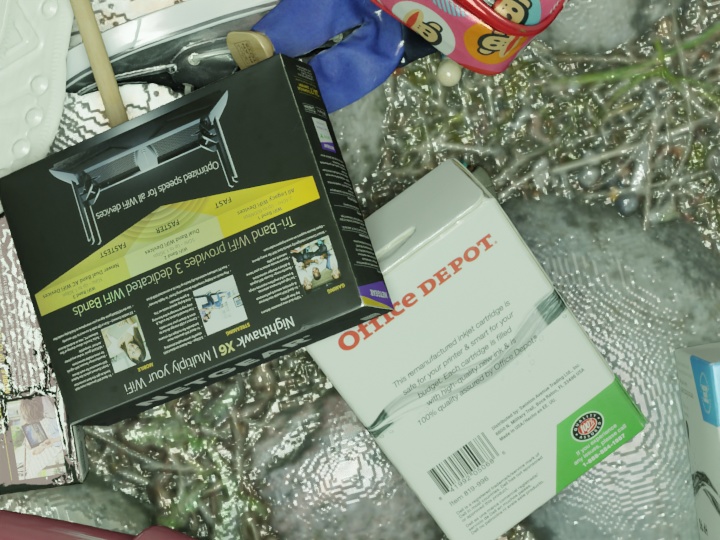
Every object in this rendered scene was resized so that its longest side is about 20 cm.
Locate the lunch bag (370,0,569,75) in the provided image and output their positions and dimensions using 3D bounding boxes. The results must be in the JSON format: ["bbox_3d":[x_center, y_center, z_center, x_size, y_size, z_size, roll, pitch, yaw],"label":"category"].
[{"bbox_3d":[0.069,-0.234,1.459,0.176,0.082,0.200,37,57,-2],"label":"lunch bag"}]

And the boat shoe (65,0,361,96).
[{"bbox_3d":[-0.096,-0.135,1.499,0.200,0.072,0.068,-18,92,-10],"label":"boat shoe"}]

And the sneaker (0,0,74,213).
[{"bbox_3d":[-0.249,-0.141,1.474,0.081,0.146,0.200,6,106,-45],"label":"sneaker"}]

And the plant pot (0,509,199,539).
[{"bbox_3d":[-0.194,0.232,1.458,0.179,0.200,0.200,21,91,12],"label":"plant pot"}]

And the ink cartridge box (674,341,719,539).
[{"bbox_3d":[0.253,0.147,1.507,0.067,0.116,0.200,-8,93,-3],"label":"ink cartridge box"}]

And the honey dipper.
[{"bbox_3d":[-0.152,-0.104,1.457,0.038,0.038,0.200,-16,128,-3],"label":"honey dipper"}]

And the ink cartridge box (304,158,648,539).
[{"bbox_3d":[0.061,0.053,1.475,0.147,0.083,0.200,-35,117,-1],"label":"ink cartridge box"}]

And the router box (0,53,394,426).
[{"bbox_3d":[-0.099,-0.015,1.398,0.200,0.052,0.157,-22,78,18],"label":"router box"}]

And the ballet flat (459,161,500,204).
[{"bbox_3d":[0.000,0.000,1.510,0.200,0.067,0.064,-27,100,-2],"label":"ballet flat"}]

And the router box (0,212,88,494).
[{"bbox_3d":[-0.259,0.044,1.503,0.149,0.051,0.200,-8,93,-1],"label":"router box"}]

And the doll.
[{"bbox_3d":[0.013,-0.167,1.475,0.200,0.048,0.137,-33,97,-28],"label":"doll"}]
